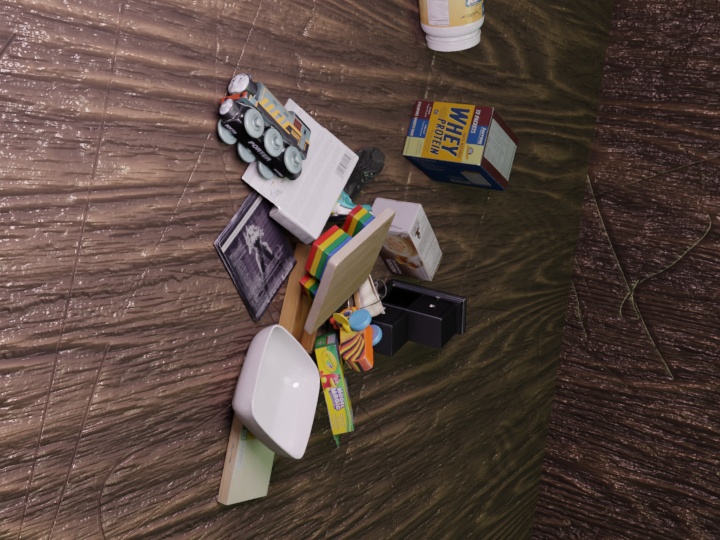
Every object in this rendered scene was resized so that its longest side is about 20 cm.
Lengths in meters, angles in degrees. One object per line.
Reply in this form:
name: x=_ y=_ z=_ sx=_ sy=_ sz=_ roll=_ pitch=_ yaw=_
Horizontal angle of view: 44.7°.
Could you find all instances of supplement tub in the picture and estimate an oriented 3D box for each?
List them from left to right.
supplement tub: x=0.197 y=-0.599 z=1.917 sx=0.145 sy=0.143 sz=0.203 roll=-46 pitch=138 yaw=-44

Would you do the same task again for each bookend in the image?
bookend: x=0.107 y=0.117 z=1.955 sx=0.200 sy=0.196 sz=0.094 roll=-36 pitch=133 yaw=-50

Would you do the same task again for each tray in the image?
tray: x=-0.110 y=0.056 z=1.707 sx=0.098 sy=0.037 sz=0.204 roll=18 pitch=85 yaw=-62

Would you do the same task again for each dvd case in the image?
dvd case: x=-0.183 y=-0.030 z=1.561 sx=0.150 sy=0.016 sz=0.202 roll=-59 pitch=146 yaw=-32

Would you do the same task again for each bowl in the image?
bowl: x=-0.158 y=0.223 z=1.592 sx=0.201 sy=0.074 sz=0.202 roll=53 pitch=39 yaw=-43

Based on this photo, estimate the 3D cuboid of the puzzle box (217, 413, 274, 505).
puzzle box: x=-0.202 y=0.330 z=1.647 sx=0.133 sy=0.025 sz=0.204 roll=12 pitch=89 yaw=-61

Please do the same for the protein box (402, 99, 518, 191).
protein box: x=0.237 y=-0.289 z=2.045 sx=0.199 sy=0.196 sz=0.137 roll=26 pitch=77 yaw=-61

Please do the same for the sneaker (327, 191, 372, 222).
sneaker: x=-0.051 y=-0.139 z=1.666 sx=0.198 sy=0.077 sz=0.081 roll=15 pitch=76 yaw=-41

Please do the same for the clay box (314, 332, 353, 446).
clay box: x=-0.049 y=0.235 z=1.738 sx=0.115 sy=0.047 sz=0.203 roll=-99 pitch=176 yaw=-81

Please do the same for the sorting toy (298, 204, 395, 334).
sorting toy: x=-0.039 y=-0.014 z=1.632 sx=0.200 sy=0.069 sz=0.200 roll=-43 pitch=163 yaw=-42

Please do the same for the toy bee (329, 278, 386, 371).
toy bee: x=-0.011 y=0.119 z=1.727 sx=0.133 sy=0.107 sz=0.200 roll=67 pitch=27 yaw=-19

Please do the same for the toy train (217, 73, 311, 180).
toy train: x=-0.158 y=-0.236 z=1.456 sx=0.200 sy=0.084 sz=0.116 roll=41 pitch=51 yaw=-45

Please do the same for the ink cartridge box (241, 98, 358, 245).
ink cartridge box: x=-0.111 y=-0.177 z=1.573 sx=0.173 sy=0.043 sz=0.202 roll=37 pitch=59 yaw=-19

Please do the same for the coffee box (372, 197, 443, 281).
coffee box: x=0.100 y=-0.068 z=1.966 sx=0.081 sy=0.113 sz=0.201 roll=-65 pitch=150 yaw=-23

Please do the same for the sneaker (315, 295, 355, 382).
sneaker: x=-0.038 y=0.141 z=1.834 sx=0.075 sy=0.069 sz=0.204 roll=8 pitch=94 yaw=-66

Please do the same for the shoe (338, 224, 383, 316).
shoe: x=0.000 y=0.000 z=1.810 sx=0.070 sy=0.053 sz=0.203 roll=-22 pitch=98 yaw=-74

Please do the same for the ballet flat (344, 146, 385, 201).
ballet flat: x=-0.011 y=-0.193 z=1.796 sx=0.200 sy=0.066 sz=0.057 roll=-49 pitch=179 yaw=-41
